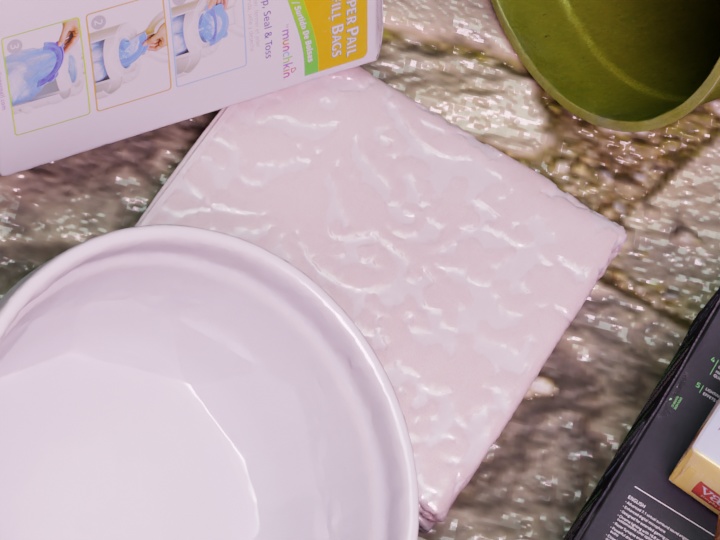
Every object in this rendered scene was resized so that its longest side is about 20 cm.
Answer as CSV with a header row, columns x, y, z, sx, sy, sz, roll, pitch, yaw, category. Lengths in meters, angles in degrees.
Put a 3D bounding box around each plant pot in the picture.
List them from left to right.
x,y,z,sx,sy,sz,roll,pitch,yaw,category
0.193,-0.187,1.042,0.193,0.200,0.200,-16,67,-31,plant pot

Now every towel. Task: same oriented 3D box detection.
x,y,z,sx,sy,sz,roll,pitch,yaw,category
0.000,0.000,0.985,0.200,0.032,0.191,32,63,6,towel

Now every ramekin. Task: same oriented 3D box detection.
x,y,z,sx,sy,sz,roll,pitch,yaw,category
-0.086,0.091,0.823,0.200,0.105,0.200,12,67,-30,ramekin

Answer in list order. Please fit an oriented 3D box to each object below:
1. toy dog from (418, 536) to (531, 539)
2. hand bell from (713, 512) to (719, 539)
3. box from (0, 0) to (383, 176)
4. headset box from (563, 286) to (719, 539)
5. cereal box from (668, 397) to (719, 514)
x,y,z,sx,sy,sz,roll,pitch,yaw,category
0.022,0.209,0.827,0.194,0.140,0.200,25,61,15,toy dog
0.153,0.193,0.823,0.104,0.104,0.200,-7,100,-15,hand bell
-0.101,-0.140,0.976,0.200,0.101,0.113,-19,44,-19,box
0.197,0.114,0.933,0.174,0.093,0.200,32,62,5,headset box
0.242,0.054,0.898,0.144,0.040,0.200,35,61,8,cereal box
